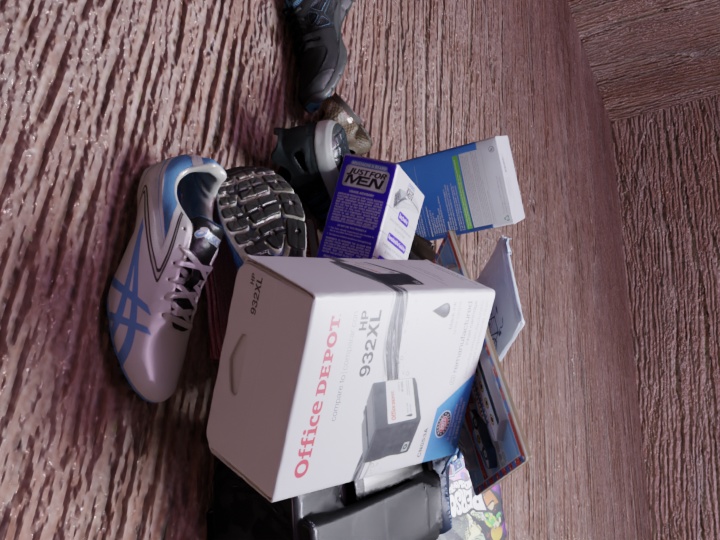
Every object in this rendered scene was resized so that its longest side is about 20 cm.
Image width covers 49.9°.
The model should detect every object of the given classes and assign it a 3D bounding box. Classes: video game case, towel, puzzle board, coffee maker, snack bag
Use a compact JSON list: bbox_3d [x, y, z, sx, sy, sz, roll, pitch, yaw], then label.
[{"bbox_3d":[0.087,0.302,0.883,0.198,0.036,0.185,-3,84,-37],"label":"video game case"},{"bbox_3d":[-0.090,0.011,0.754,0.199,0.022,0.147,5,75,-63],"label":"towel"},{"bbox_3d":[0.090,0.087,0.691,0.151,0.017,0.203,104,-28,-64],"label":"puzzle board"},{"bbox_3d":[-0.018,0.223,0.664,0.199,0.134,0.194,-5,66,-54],"label":"coffee maker"},{"bbox_3d":[0.155,0.079,1.025,0.021,0.202,0.190,19,35,-11],"label":"snack bag"}]

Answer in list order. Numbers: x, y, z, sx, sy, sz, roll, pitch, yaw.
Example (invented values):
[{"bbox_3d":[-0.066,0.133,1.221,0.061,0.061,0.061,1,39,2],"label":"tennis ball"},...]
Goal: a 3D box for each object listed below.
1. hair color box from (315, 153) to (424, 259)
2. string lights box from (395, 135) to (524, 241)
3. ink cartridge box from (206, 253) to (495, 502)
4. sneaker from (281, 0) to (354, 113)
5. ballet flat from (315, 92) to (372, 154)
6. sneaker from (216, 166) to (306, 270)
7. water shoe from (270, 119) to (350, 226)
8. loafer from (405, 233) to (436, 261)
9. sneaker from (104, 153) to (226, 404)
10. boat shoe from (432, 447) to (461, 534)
[{"bbox_3d":[0.000,0.000,0.771,0.109,0.064,0.203,31,75,-69],"label":"hair color box"},{"bbox_3d":[0.091,-0.090,0.952,0.059,0.197,0.105,-22,100,-62],"label":"string lights box"},{"bbox_3d":[-0.001,0.072,0.581,0.198,0.083,0.148,0,107,-45],"label":"ink cartridge box"},{"bbox_3d":[-0.059,-0.275,0.897,0.081,0.073,0.203,19,63,-29],"label":"sneaker"},{"bbox_3d":[-0.022,-0.159,0.888,0.067,0.046,0.200,45,5,-1],"label":"ballet flat"},{"bbox_3d":[-0.083,0.003,0.674,0.078,0.089,0.203,-12,72,-31],"label":"sneaker"},{"bbox_3d":[-0.049,-0.100,0.828,0.201,0.077,0.073,81,13,-66],"label":"water shoe"},{"bbox_3d":[0.045,-0.014,0.880,0.070,0.074,0.200,3,35,-38],"label":"loafer"},{"bbox_3d":[-0.144,0.000,0.596,0.072,0.071,0.203,38,49,-55],"label":"sneaker"},{"bbox_3d":[0.075,0.157,0.772,0.084,0.067,0.204,151,-69,-77],"label":"boat shoe"}]
